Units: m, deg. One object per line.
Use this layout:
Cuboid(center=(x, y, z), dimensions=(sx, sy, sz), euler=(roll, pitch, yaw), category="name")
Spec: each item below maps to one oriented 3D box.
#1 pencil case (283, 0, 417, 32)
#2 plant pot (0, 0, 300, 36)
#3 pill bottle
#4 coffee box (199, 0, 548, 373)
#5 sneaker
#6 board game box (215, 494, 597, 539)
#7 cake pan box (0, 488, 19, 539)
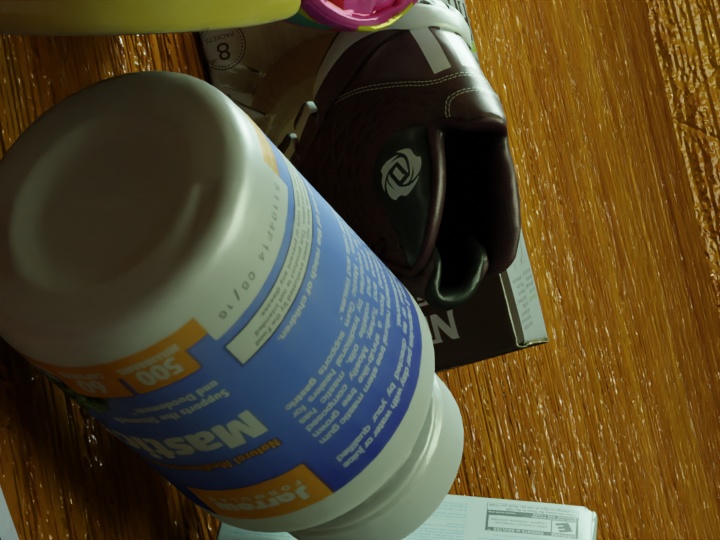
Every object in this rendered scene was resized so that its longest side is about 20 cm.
Cuboid(center=(-0.039, -0.143, 1.171), dimensions=(0.200, 0.088, 0.089), euler=(12, -56, 62), category="pencil case")
Cuboid(center=(-0.086, -0.180, 1.009), dimensions=(0.201, 0.200, 0.189), euler=(-47, 136, -75), category="plant pot")
Cuboid(center=(-0.042, 0.025, 1.052), dimensions=(0.200, 0.112, 0.112), euler=(47, 30, -48), category="pill bottle")
Cuboid(center=(0.006, -0.048, 1.378), dimensions=(0.080, 0.114, 0.200), euler=(-4, 79, -77), category="coffee box")
Cuboid(center=(0.000, 0.000, 1.157), dimensions=(0.076, 0.200, 0.116), euler=(7, 32, -31), category="sneaker")
Cuboid(center=(0.011, 0.156, 1.089), dimensions=(0.200, 0.147, 0.064), euler=(-77, 170, -64), category="board game box")
Cuboid(center=(-0.134, 0.103, 0.770), dimensions=(0.184, 0.052, 0.200), euler=(-63, 137, -74), category="cake pan box")
